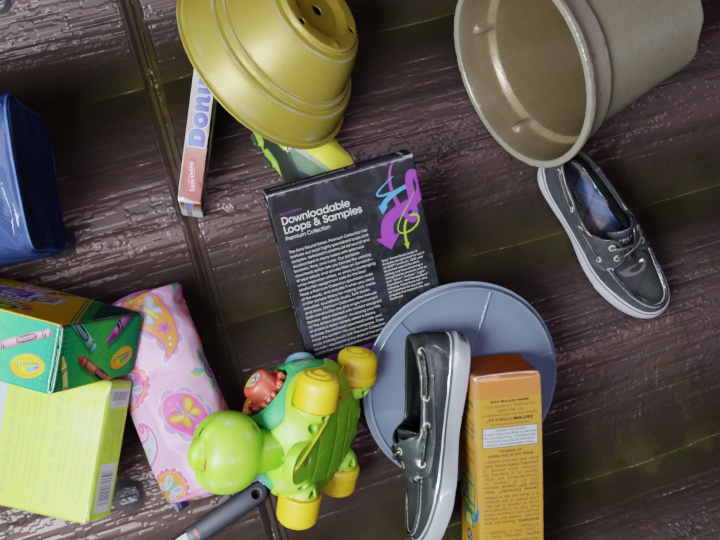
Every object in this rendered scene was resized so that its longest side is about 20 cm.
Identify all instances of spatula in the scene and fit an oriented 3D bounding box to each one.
[{"bbox_3d":[-0.173,0.258,0.882,0.200,0.021,0.057,-31,86,-11],"label":"spatula"}]

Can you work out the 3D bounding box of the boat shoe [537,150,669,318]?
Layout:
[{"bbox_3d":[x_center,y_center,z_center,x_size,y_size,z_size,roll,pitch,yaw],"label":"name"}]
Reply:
[{"bbox_3d":[0.254,-0.040,0.958,0.070,0.066,0.200,-30,87,-10],"label":"boat shoe"}]

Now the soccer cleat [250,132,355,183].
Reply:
[{"bbox_3d":[-0.051,-0.121,0.937,0.084,0.065,0.201,-20,83,-33],"label":"soccer cleat"}]

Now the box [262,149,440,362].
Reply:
[{"bbox_3d":[0.000,0.000,0.895,0.143,0.036,0.201,-16,111,-10],"label":"box"}]

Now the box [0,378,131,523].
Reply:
[{"bbox_3d":[-0.310,0.142,0.836,0.199,0.048,0.122,8,86,14],"label":"box"}]

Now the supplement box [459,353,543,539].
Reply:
[{"bbox_3d":[0.131,0.183,0.885,0.069,0.067,0.201,-6,101,-8],"label":"supplement box"}]

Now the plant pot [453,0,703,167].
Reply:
[{"bbox_3d":[0.224,-0.228,0.928,0.183,0.200,0.201,-26,87,-21],"label":"plant pot"}]

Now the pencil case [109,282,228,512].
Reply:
[{"bbox_3d":[-0.170,0.114,0.871,0.087,0.087,0.201,-22,86,-10],"label":"pencil case"}]

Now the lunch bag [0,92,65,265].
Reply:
[{"bbox_3d":[-0.343,-0.070,0.811,0.132,0.200,0.136,-9,89,-6],"label":"lunch bag"}]

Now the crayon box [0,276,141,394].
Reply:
[{"bbox_3d":[-0.306,0.046,0.805,0.199,0.119,0.058,13,96,17],"label":"crayon box"}]

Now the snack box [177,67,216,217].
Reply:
[{"bbox_3d":[-0.152,-0.156,0.913,0.024,0.072,0.201,7,82,-8],"label":"snack box"}]

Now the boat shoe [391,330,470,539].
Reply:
[{"bbox_3d":[0.057,0.152,0.866,0.056,0.069,0.201,7,94,-14],"label":"boat shoe"}]

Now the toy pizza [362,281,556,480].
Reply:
[{"bbox_3d":[0.095,0.106,0.916,0.199,0.032,0.201,-3,103,-16],"label":"toy pizza"}]

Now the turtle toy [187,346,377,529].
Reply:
[{"bbox_3d":[-0.066,0.140,0.823,0.101,0.200,0.146,17,106,23],"label":"turtle toy"}]

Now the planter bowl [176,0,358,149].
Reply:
[{"bbox_3d":[-0.063,-0.219,0.872,0.200,0.083,0.201,28,48,-35],"label":"planter bowl"}]
